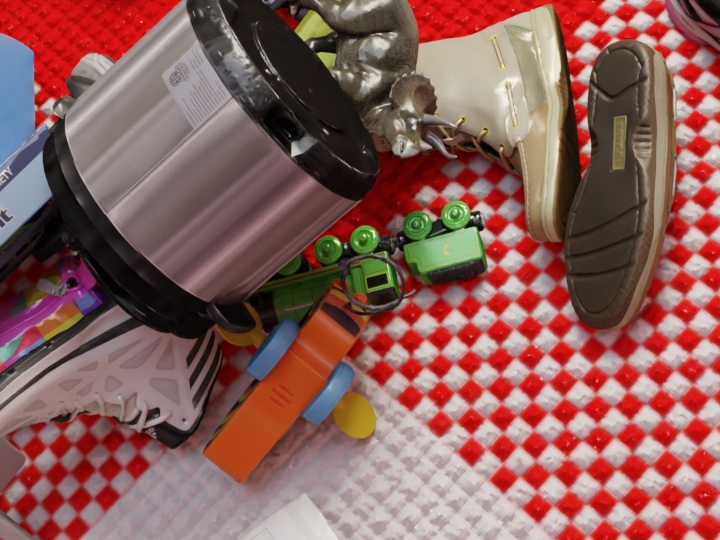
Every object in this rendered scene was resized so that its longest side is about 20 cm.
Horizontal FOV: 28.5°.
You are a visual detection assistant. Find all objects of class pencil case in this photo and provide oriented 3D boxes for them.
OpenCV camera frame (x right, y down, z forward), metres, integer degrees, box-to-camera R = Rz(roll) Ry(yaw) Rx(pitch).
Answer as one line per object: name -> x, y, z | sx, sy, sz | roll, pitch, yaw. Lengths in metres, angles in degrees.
pencil case -> -0.268, 0.067, 1.069 | 0.199, 0.089, 0.089 | -36, 57, -2

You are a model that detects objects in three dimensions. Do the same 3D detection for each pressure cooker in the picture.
pressure cooker -> -0.110, -0.067, 0.926 | 0.199, 0.178, 0.177 | -40, 32, 16

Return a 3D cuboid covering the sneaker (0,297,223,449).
sneaker -> -0.176, 0.090, 0.991 | 0.200, 0.075, 0.116 | -35, 97, -27

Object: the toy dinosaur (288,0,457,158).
toy dinosaur -> 0.004, -0.161, 1.030 | 0.101, 0.077, 0.203 | -9, 74, -2

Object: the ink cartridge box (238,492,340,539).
ink cartridge box -> -0.072, 0.266, 0.922 | 0.199, 0.050, 0.162 | -34, 56, -13

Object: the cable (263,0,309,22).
cable -> -0.061, -0.160, 1.155 | 0.161, 0.051, 0.202 | -12, 51, 4

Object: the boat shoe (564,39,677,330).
boat shoe -> 0.196, -0.055, 0.995 | 0.071, 0.076, 0.203 | 6, 84, 42

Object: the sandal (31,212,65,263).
sandal -> -0.157, -0.064, 1.055 | 0.199, 0.045, 0.075 | -39, 20, -11

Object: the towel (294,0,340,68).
towel -> -0.053, -0.114, 1.070 | 0.086, 0.018, 0.201 | 38, 91, 14

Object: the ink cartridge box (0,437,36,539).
ink cartridge box -> -0.302, 0.204, 0.983 | 0.066, 0.116, 0.201 | 30, 74, 30

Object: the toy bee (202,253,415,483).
toy bee -> -0.026, 0.058, 0.988 | 0.198, 0.132, 0.109 | -27, 14, 21

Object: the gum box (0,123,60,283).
gum box -> -0.280, -0.021, 1.065 | 0.045, 0.200, 0.170 | 45, 79, -4

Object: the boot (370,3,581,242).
boot -> 0.083, -0.100, 1.059 | 0.153, 0.072, 0.202 | -9, 58, 15

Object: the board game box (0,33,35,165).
board game box -> -0.349, -0.114, 1.230 | 0.156, 0.039, 0.202 | -11, 63, 6

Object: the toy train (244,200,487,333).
toy train -> 0.000, 0.000, 1.048 | 0.197, 0.042, 0.057 | -15, 68, 9

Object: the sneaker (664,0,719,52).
sneaker -> 0.290, -0.180, 1.026 | 0.080, 0.087, 0.200 | -43, 58, -7

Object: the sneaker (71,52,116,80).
sneaker -> -0.193, -0.098, 1.148 | 0.092, 0.076, 0.200 | -43, 56, -4
